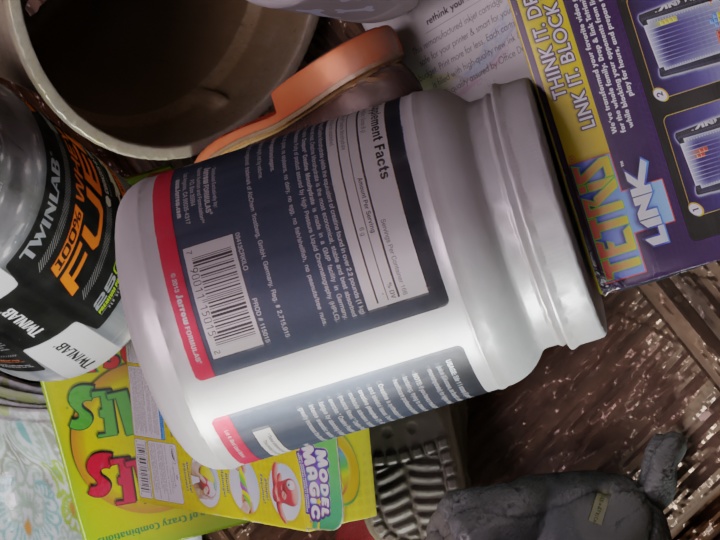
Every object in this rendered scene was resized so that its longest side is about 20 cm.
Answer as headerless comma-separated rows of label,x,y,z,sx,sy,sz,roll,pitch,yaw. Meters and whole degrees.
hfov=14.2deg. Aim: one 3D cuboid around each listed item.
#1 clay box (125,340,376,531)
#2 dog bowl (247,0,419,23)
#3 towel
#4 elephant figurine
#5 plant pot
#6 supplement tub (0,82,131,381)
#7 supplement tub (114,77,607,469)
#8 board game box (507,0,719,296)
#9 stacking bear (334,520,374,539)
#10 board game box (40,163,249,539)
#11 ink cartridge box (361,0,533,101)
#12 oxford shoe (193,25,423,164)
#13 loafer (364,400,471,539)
clay box,-0.053,0.068,1.488,0.200,0.047,0.115,2,99,56
dog bowl,-0.025,-0.213,1.361,0.200,0.059,0.201,18,112,54
towel,-0.166,0.162,1.708,0.171,0.048,0.201,5,107,40
elephant figurine,0.080,0.190,1.466,0.200,0.155,0.142,103,165,-56
plant pot,-0.151,-0.167,1.513,0.183,0.200,0.201,12,111,49
supplement tub,-0.190,-0.025,1.458,0.122,0.200,0.123,-6,72,19
supplement tub,0.000,0.000,1.319,0.199,0.140,0.141,-17,93,8
board game box,0.159,-0.107,1.300,0.165,0.057,0.201,-16,93,14
stacking bear,-0.048,0.218,1.524,0.114,0.200,0.122,52,129,15
board game box,-0.126,0.051,1.603,0.101,0.048,0.201,-15,95,-3
ink cartridge box,0.072,-0.117,1.406,0.116,0.067,0.201,-28,86,42
oxford shoe,-0.027,-0.050,1.449,0.073,0.071,0.200,60,150,4
loafer,0.018,0.047,1.498,0.076,0.067,0.201,-4,85,4
